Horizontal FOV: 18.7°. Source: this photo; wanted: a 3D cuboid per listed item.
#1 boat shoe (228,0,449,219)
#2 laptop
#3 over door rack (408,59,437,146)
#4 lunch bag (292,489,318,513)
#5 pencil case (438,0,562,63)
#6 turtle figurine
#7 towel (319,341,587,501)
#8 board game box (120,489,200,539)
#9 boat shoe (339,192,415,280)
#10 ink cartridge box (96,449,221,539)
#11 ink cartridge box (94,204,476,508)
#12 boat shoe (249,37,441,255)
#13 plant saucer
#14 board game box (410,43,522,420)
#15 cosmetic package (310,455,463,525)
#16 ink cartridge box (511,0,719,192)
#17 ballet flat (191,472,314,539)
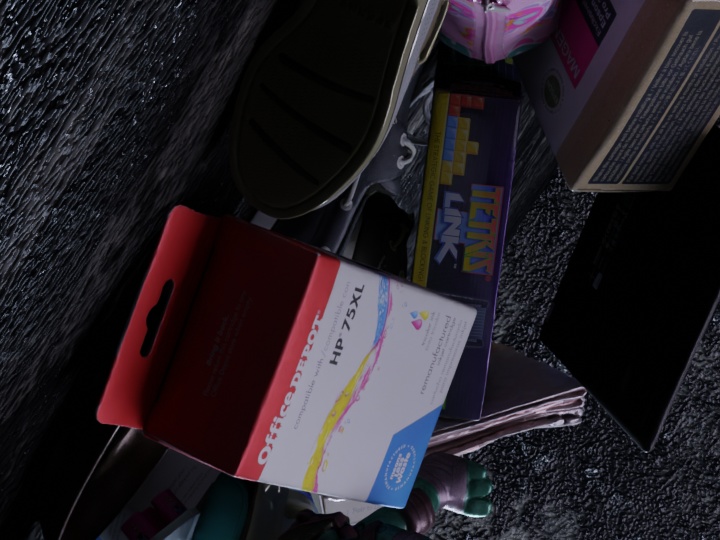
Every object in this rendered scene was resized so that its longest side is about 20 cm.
[{"bbox_3d":[0.004,-0.111,0.995,0.068,0.074,0.201,-36,158,-57],"label":"boat shoe"},{"bbox_3d":[0.199,-0.020,1.347,0.115,0.200,0.189,4,119,-32],"label":"laptop"},{"bbox_3d":[0.109,-0.176,1.494,0.201,0.066,0.148,-59,174,20],"label":"over door rack"},{"bbox_3d":[-0.080,0.248,1.736,0.201,0.160,0.076,-56,174,3],"label":"lunch bag"},{"bbox_3d":[0.068,-0.164,1.144,0.088,0.087,0.200,-56,175,-2],"label":"pencil case"},{"bbox_3d":[-0.005,0.173,1.169,0.150,0.101,0.200,-46,171,35],"label":"turtle figurine"},{"bbox_3d":[0.019,0.085,1.395,0.189,0.033,0.200,-15,-163,-22],"label":"towel"},{"bbox_3d":[-0.185,0.223,1.225,0.199,0.026,0.200,-36,164,-30],"label":"board game box"},{"bbox_3d":[0.002,-0.002,1.359,0.072,0.060,0.202,-55,-170,22],"label":"boat shoe"},{"bbox_3d":[-0.069,0.181,1.308,0.068,0.199,0.116,-52,173,-29],"label":"ink cartridge box"},{"bbox_3d":[-0.033,0.046,1.091,0.199,0.067,0.117,18,93,-56],"label":"ink cartridge box"},{"bbox_3d":[-0.003,-0.058,1.259,0.201,0.060,0.076,-57,174,2],"label":"boat shoe"},{"bbox_3d":[-0.115,0.066,1.166,0.201,0.032,0.200,-55,173,-11],"label":"plant saucer"},{"bbox_3d":[0.062,-0.031,1.350,0.165,0.056,0.202,-83,179,-72],"label":"board game box"},{"bbox_3d":[0.003,0.102,1.526,0.200,0.102,0.074,-119,-160,-71],"label":"cosmetic package"},{"bbox_3d":[0.147,-0.171,1.251,0.074,0.201,0.165,-3,143,-26],"label":"ink cartridge box"},{"bbox_3d":[-0.048,0.112,1.210,0.069,0.069,0.202,-33,139,-74],"label":"ballet flat"}]
